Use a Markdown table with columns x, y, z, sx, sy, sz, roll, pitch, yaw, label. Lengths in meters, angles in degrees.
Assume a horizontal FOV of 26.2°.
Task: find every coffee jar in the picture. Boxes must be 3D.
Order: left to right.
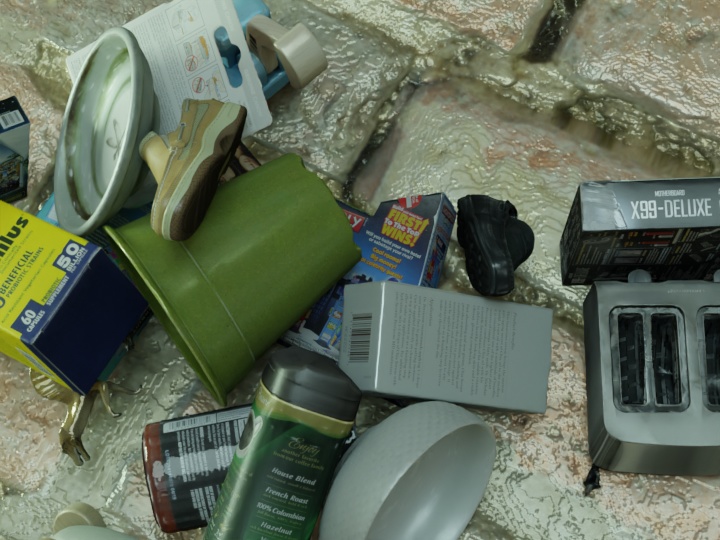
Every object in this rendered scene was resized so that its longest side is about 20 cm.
| x | y | z | sx | sy | sz | roll | pitch | yaw | label |
| --- | --- | --- | --- | --- | --- | --- | --- | --- | --- |
| -0.067 | 0.169 | 1.347 | 0.085 | 0.104 | 0.201 | 19 | 95 | -13 | coffee jar |

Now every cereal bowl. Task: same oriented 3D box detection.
| x | y | z | sx | sy | sz | roll | pitch | yaw | label |
| --- | --- | --- | --- | --- | --- | --- | --- | --- | --- |
| 0.031 | 0.200 | 1.396 | 0.083 | 0.200 | 0.200 | 32 | 73 | 29 | cereal bowl |

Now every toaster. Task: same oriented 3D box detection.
| x | y | z | sx | sy | sz | roll | pitch | yaw | label |
| --- | --- | --- | --- | --- | --- | --- | --- | --- | --- |
| 0.301 | 0.103 | 1.458 | 0.179 | 0.119 | 0.202 | 0 | 69 | 3 | toaster |

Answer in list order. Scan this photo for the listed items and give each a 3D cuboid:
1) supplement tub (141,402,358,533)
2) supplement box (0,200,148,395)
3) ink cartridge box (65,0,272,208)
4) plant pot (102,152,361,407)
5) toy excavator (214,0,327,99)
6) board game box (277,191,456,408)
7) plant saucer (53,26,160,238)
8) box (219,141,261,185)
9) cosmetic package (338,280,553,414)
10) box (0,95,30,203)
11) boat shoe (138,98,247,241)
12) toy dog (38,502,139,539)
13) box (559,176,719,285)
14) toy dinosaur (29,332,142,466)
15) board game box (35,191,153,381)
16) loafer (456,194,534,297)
| x | y | z | sx | sy | sz | roll | pitch | yaw | label |
| --- | --- | --- | --- | --- | --- | --- | --- | --- | --- |
| -0.099 | 0.177 | 1.452 | 0.198 | 0.107 | 0.108 | -10 | 69 | -3 | supplement tub |
| -0.318 | 0.014 | 1.441 | 0.199 | 0.110 | 0.109 | 22 | 70 | 31 | supplement box |
| -0.179 | -0.172 | 1.508 | 0.199 | 0.050 | 0.162 | -23 | 79 | 22 | ink cartridge box |
| -0.107 | -0.010 | 1.439 | 0.189 | 0.200 | 0.200 | -35 | 72 | -9 | plant pot |
| -0.107 | -0.225 | 1.553 | 0.100 | 0.200 | 0.195 | -39 | 72 | -12 | toy excavator |
| 0.000 | 0.000 | 1.525 | 0.199 | 0.062 | 0.201 | 26 | 80 | 22 | board game box |
| -0.230 | -0.125 | 1.451 | 0.050 | 0.200 | 0.202 | 12 | 66 | -29 | plant saucer |
| -0.174 | -0.130 | 1.579 | 0.200 | 0.049 | 0.082 | 49 | 34 | 17 | box |
| 0.080 | 0.073 | 1.440 | 0.199 | 0.071 | 0.102 | 11 | 81 | -32 | cosmetic package |
| -0.423 | -0.087 | 1.520 | 0.199 | 0.137 | 0.038 | -24 | 69 | -25 | box |
| -0.160 | -0.093 | 1.364 | 0.076 | 0.072 | 0.200 | 19 | 31 | 0 | boat shoe |
| -0.218 | 0.287 | 1.417 | 0.199 | 0.097 | 0.131 | 17 | 26 | 38 | toy dog |
| 0.275 | -0.034 | 1.467 | 0.156 | 0.200 | 0.050 | -2 | 75 | 2 | box |
| -0.267 | 0.078 | 1.472 | 0.100 | 0.058 | 0.201 | -15 | 70 | -3 | toy dinosaur |
| -0.269 | -0.004 | 1.558 | 0.150 | 0.047 | 0.201 | 31 | 74 | 12 | board game box |
| 0.133 | -0.029 | 1.487 | 0.070 | 0.201 | 0.069 | -2 | 110 | -1 | loafer |
